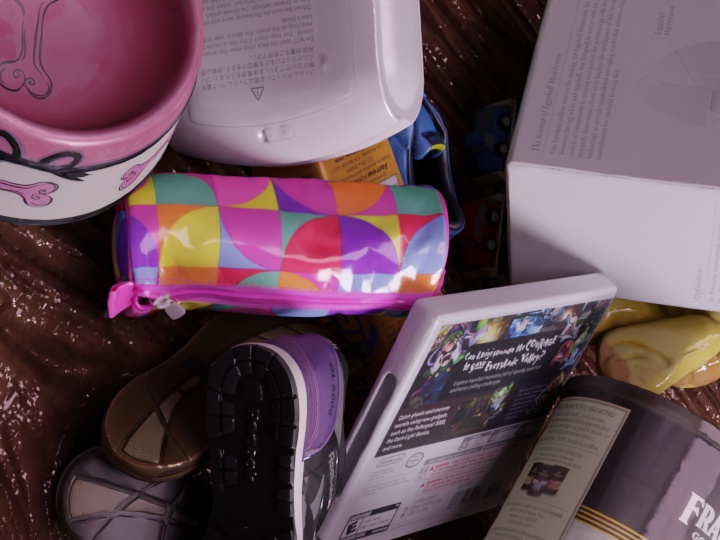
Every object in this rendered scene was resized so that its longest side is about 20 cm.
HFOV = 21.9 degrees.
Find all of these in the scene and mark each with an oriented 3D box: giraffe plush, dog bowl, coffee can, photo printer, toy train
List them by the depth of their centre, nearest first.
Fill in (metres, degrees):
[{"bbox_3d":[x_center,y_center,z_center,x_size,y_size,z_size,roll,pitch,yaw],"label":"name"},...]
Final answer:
[{"bbox_3d":[-0.171,-0.130,0.974,0.199,0.074,0.201,13,65,-29],"label":"dog bowl"},{"bbox_3d":[-0.045,-0.161,1.069,0.069,0.166,0.201,1,84,-62],"label":"photo printer"},{"bbox_3d":[0.147,0.188,1.161,0.146,0.146,0.200,41,71,-32],"label":"coffee can"},{"bbox_3d":[0.084,-0.026,1.262,0.046,0.034,0.201,16,76,-29],"label":"toy train"},{"bbox_3d":[0.248,0.025,1.340,0.162,0.199,0.173,51,36,-66],"label":"giraffe plush"}]

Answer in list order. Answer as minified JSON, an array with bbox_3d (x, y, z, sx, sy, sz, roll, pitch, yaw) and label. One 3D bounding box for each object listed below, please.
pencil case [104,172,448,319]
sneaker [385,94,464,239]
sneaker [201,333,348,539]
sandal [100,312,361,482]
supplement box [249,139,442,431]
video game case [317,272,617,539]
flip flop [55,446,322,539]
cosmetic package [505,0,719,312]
[{"bbox_3d":[-0.049,-0.009,1.058,0.199,0.088,0.089,-1,86,-15],"label":"pencil case"},{"bbox_3d":[0.019,-0.111,1.180,0.066,0.078,0.201,-25,101,-39],"label":"sneaker"},{"bbox_3d":[-0.038,0.134,1.024,0.087,0.075,0.201,-11,113,-58],"label":"sneaker"},{"bbox_3d":[-0.079,0.076,1.077,0.080,0.054,0.200,37,38,18],"label":"sandal"},{"bbox_3d":[0.000,0.000,1.158,0.069,0.066,0.201,-32,107,-39],"label":"supplement box"},{"bbox_3d":[0.061,0.087,1.145,0.200,0.023,0.182,-7,130,-51],"label":"video game case"},{"bbox_3d":[-0.090,0.165,1.071,0.200,0.058,0.081,32,75,-19],"label":"flip flop"},{"bbox_3d":[0.209,-0.087,1.224,0.123,0.199,0.200,86,17,-49],"label":"cosmetic package"}]
